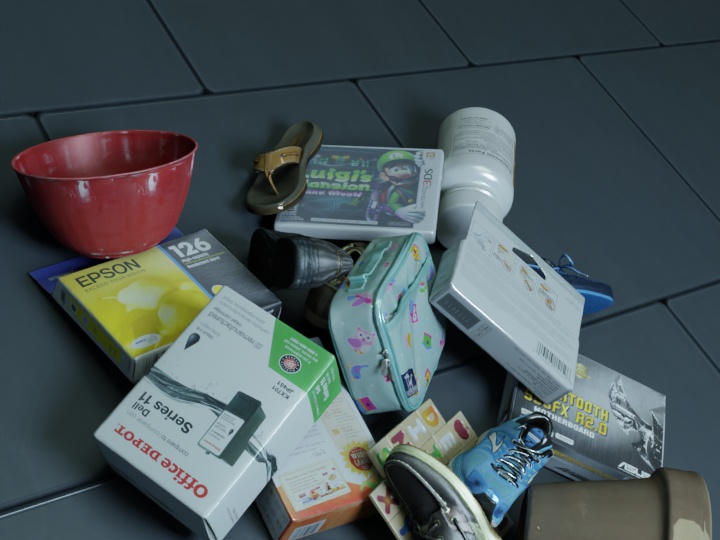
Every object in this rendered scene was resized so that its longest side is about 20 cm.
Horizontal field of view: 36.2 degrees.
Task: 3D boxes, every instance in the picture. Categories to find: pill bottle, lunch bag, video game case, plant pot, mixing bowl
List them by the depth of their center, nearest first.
[{"bbox_3d":[0.250,0.294,1.139,0.174,0.201,0.201,9,44,6],"label":"plant pot"},{"bbox_3d":[-0.274,-0.080,1.216,0.199,0.109,0.200,-3,20,1],"label":"mixing bowl"},{"bbox_3d":[0.035,0.054,1.231,0.077,0.161,0.200,-4,27,20],"label":"lunch bag"},{"bbox_3d":[0.002,-0.102,1.410,0.199,0.023,0.182,3,40,7],"label":"video game case"},{"bbox_3d":[0.152,-0.121,1.503,0.114,0.114,0.200,20,44,-9],"label":"pill bottle"}]

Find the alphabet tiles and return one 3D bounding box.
[{"bbox_3d":[0.088,0.231,1.168,0.167,0.006,0.200,56,37,3],"label":"alphabet tiles"}]

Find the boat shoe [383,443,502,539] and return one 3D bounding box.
[{"bbox_3d":[0.088,0.260,1.080,0.200,0.073,0.065,49,54,1],"label":"boat shoe"}]

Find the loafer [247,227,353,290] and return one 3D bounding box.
[{"bbox_3d":[-0.076,-0.009,1.249,0.072,0.073,0.200,3,7,-24],"label":"loafer"}]

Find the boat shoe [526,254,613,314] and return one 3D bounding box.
[{"bbox_3d":[0.243,0.010,1.450,0.199,0.084,0.069,11,57,-22],"label":"boat shoe"}]

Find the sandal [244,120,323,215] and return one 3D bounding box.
[{"bbox_3d":[-0.099,-0.139,1.402,0.081,0.055,0.200,-5,40,27],"label":"sandal"}]

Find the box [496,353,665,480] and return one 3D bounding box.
[{"bbox_3d":[0.269,0.179,1.333,0.199,0.048,0.159,26,43,-4],"label":"box"}]

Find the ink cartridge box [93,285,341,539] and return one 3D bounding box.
[{"bbox_3d":[-0.136,0.138,1.067,0.146,0.083,0.200,31,66,18],"label":"ink cartridge box"}]

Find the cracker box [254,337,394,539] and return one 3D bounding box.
[{"bbox_3d":[-0.065,0.173,1.155,0.134,0.058,0.200,-8,56,-35],"label":"cracker box"}]

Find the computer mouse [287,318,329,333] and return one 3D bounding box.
[{"bbox_3d":[-0.089,0.071,1.263,0.200,0.034,0.059,-15,47,-44],"label":"computer mouse"}]

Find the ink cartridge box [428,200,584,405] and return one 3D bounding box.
[{"bbox_3d":[0.180,0.035,1.313,0.200,0.044,0.174,41,36,-14],"label":"ink cartridge box"}]

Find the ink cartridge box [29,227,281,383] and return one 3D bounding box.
[{"bbox_3d":[-0.222,0.017,1.201,0.197,0.047,0.200,-23,54,-40],"label":"ink cartridge box"}]

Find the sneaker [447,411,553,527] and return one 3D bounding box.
[{"bbox_3d":[0.155,0.195,1.163,0.078,0.090,0.200,47,24,2],"label":"sneaker"}]

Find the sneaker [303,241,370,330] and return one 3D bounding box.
[{"bbox_3d":[0.000,0.000,1.321,0.070,0.076,0.200,29,33,6],"label":"sneaker"}]
